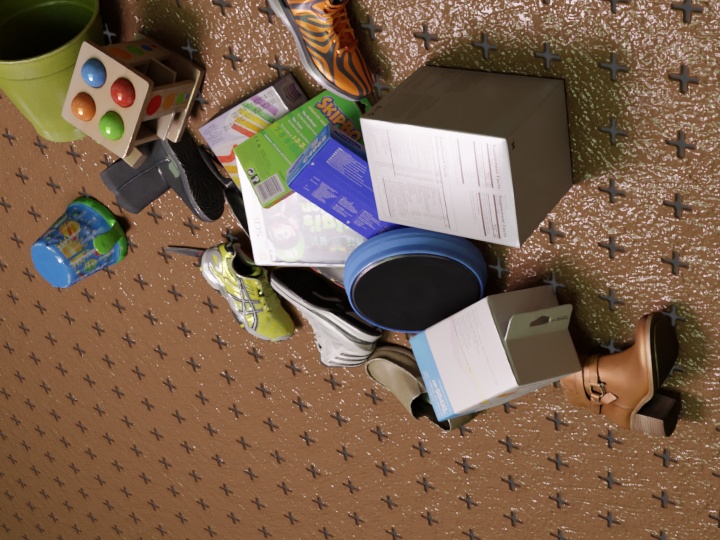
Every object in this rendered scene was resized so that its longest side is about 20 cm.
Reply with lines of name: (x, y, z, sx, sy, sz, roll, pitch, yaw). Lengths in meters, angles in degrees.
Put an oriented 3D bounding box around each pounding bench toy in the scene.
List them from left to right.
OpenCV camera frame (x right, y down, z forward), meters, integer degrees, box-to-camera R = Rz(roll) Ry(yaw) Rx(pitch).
pounding bench toy: (-0.349, -0.227, 1.722, 0.124, 0.156, 0.200, 33, 119, 15)

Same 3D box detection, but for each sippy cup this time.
sippy cup: (-0.506, -0.040, 2.076, 0.140, 0.130, 0.178, 39, 139, 7)

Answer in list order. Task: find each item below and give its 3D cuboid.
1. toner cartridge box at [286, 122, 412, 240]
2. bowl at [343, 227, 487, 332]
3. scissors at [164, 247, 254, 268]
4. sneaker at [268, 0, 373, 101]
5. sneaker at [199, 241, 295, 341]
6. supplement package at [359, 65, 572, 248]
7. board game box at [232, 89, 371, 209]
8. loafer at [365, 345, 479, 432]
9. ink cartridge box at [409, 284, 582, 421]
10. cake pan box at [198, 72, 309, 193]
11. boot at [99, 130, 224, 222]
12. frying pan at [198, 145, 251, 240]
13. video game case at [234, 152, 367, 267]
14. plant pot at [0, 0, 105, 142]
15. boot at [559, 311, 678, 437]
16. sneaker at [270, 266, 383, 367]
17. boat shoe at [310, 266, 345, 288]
toner cartridge box: (0.008, -0.103, 1.566, 0.200, 0.043, 0.095, 33, 115, -24)
bowl: (0.076, 0.019, 1.616, 0.200, 0.039, 0.201, 0, 142, 0)
scissors: (-0.255, -0.031, 1.963, 0.200, 0.014, 0.073, 22, 137, 27)
sneaker: (-0.034, -0.314, 1.485, 0.200, 0.078, 0.112, 52, 141, -8)
sneaker: (-0.173, 0.037, 1.891, 0.076, 0.075, 0.200, -26, 115, 42)
supplement package: (0.132, -0.143, 1.428, 0.200, 0.152, 0.151, 13, 130, 33)
board game box: (-0.069, -0.173, 1.586, 0.200, 0.030, 0.096, -30, 80, 18)
loafer: (0.086, 0.181, 1.803, 0.200, 0.067, 0.076, 24, 135, 23)
ink cartridge box: (0.188, 0.108, 1.578, 0.200, 0.128, 0.125, -33, 72, 51)
cake pan box: (-0.117, -0.171, 1.698, 0.200, 0.052, 0.184, -18, 112, 46)
boot: (-0.321, -0.128, 1.889, 0.200, 0.066, 0.165, -22, 95, 42)
frying pan: (-0.186, -0.107, 1.815, 0.190, 0.031, 0.115, 62, -174, 35)
video game case: (-0.070, -0.089, 1.651, 0.200, 0.023, 0.182, 1, 118, 18)
plant pot: (-0.468, -0.308, 1.795, 0.200, 0.200, 0.193, 21, 146, 26)
boot: (0.337, 0.125, 1.550, 0.155, 0.077, 0.200, 16, 139, 36)
sneaker: (-0.070, 0.085, 1.833, 0.200, 0.076, 0.116, 32, 123, 12)
boat shoe: (0.001, -0.002, 1.731, 0.201, 0.074, 0.063, 29, 172, 6)
